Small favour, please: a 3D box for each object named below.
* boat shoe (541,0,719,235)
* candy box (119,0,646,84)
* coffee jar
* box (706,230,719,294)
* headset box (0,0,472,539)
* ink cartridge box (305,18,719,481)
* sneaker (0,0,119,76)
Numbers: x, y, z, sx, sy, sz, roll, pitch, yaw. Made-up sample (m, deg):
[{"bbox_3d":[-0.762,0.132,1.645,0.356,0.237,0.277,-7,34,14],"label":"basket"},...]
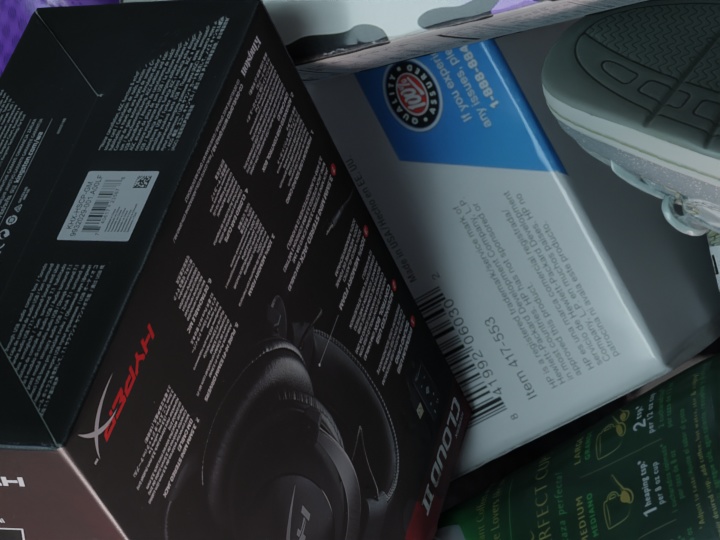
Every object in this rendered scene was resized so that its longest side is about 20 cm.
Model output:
[{"bbox_3d":[0.145,-0.021,0.717,0.201,0.075,0.065,17,134,15],"label":"boat shoe"},{"bbox_3d":[0.020,-0.149,0.713,0.199,0.072,0.169,-12,90,19],"label":"candy box"},{"bbox_3d":[0.056,0.111,0.777,0.200,0.085,0.105,-28,47,27],"label":"coffee jar"},{"bbox_3d":[0.190,-0.061,0.744,0.199,0.038,0.137,-10,99,30],"label":"box"},{"bbox_3d":[-0.044,0.048,0.699,0.077,0.149,0.200,1,141,26],"label":"headset box"},{"bbox_3d":[0.000,0.000,0.834,0.200,0.086,0.147,-29,89,32],"label":"ink cartridge box"},{"bbox_3d":[-0.095,0.001,0.786,0.080,0.088,0.201,-2,99,30],"label":"sneaker"}]
